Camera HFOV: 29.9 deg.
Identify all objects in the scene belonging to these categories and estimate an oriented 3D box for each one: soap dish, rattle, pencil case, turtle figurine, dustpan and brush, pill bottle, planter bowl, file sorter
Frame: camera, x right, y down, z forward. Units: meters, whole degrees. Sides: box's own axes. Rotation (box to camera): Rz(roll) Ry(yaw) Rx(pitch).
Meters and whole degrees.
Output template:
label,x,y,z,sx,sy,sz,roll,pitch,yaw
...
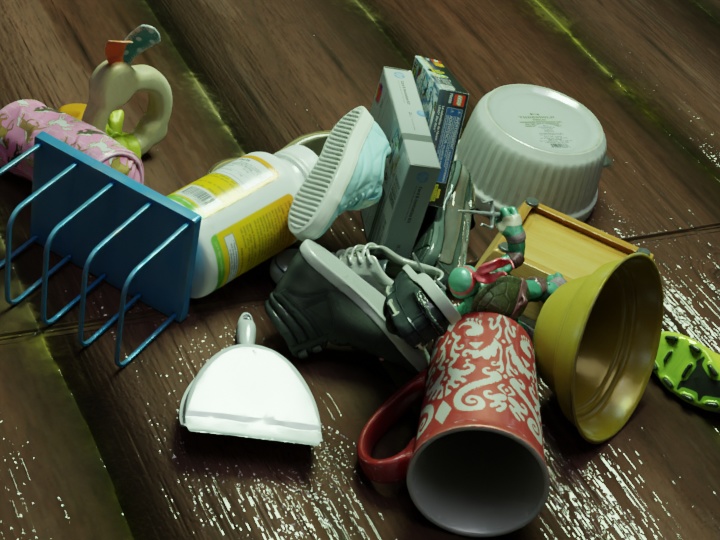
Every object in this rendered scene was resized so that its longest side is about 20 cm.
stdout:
label,x,y,z,sx,sy,sz,roll,pitch,yaw
soap dish,0.238,0.006,1.559,0.198,0.082,0.158,25,38,13
rattle,-0.294,-0.225,1.548,0.129,0.201,0.143,-26,55,-13
pencil case,-0.326,-0.122,1.481,0.199,0.084,0.086,29,33,37
turtle figurine,0.136,0.019,1.416,0.199,0.149,0.101,28,32,-44
dustpan and brush,-0.111,0.103,1.345,0.138,0.058,0.201,8,45,-12
pill bottle,-0.128,-0.061,1.467,0.111,0.112,0.199,37,49,26
planter bowl,0.237,0.072,1.412,0.083,0.203,0.200,15,31,36
file sorter,-0.280,-0.016,1.354,0.199,0.140,0.123,27,43,14

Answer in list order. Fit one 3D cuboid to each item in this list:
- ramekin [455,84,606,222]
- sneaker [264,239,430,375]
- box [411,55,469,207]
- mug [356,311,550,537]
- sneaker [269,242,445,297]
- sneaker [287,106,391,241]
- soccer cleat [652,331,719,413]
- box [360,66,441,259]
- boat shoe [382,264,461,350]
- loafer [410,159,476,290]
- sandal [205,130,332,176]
label,x,y,z,sx,sy,sz,roll,pitch,yaw
ramekin,0.222,-0.153,1.731,0.198,0.106,0.201,11,38,-8
sneaker,-0.017,0.065,1.412,0.200,0.099,0.071,41,14,-18
box,0.082,-0.171,1.630,0.039,0.138,0.200,10,19,-9
mug,0.097,0.134,1.313,0.176,0.134,0.201,16,34,-3
sneaker,0.000,0.000,1.487,0.198,0.071,0.073,12,38,-2
sneaker,-0.010,-0.091,1.456,0.082,0.074,0.201,44,48,-21
soccer cleat,0.409,0.130,1.501,0.199,0.065,0.084,28,9,21
box,0.038,-0.118,1.579,0.041,0.157,0.201,6,38,-16
boat shoe,0.049,0.039,1.345,0.060,0.200,0.076,-38,89,-3
loafer,0.107,-0.049,1.605,0.063,0.072,0.201,32,43,-12
sandal,-0.087,-0.108,1.579,0.198,0.081,0.054,-16,26,-27
